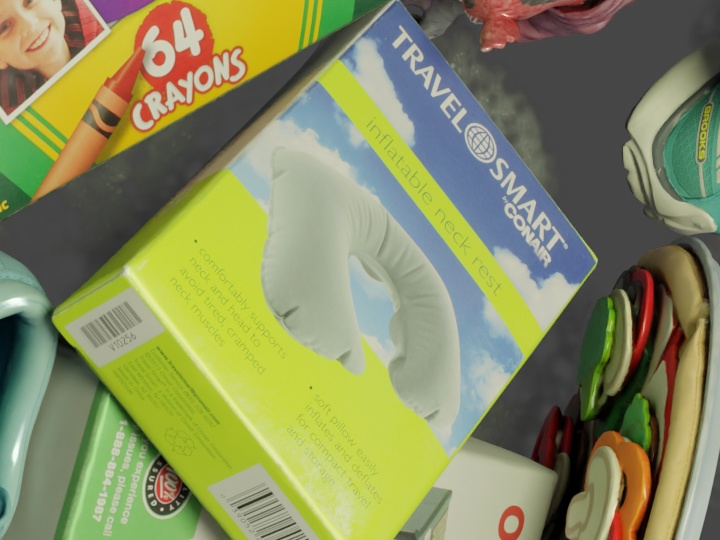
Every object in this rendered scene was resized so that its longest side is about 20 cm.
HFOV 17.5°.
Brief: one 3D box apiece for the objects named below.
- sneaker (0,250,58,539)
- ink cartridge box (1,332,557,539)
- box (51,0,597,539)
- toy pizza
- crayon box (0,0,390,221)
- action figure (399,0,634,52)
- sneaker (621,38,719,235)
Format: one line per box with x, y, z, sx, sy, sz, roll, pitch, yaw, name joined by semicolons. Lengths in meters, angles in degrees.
-0.150;0.085;0.720;0.074;0.082;0.202;18;89;-36;sneaker
-0.042;0.111;0.804;0.199;0.084;0.147;15;90;-37;ink cartridge box
0.000;0.000;0.766;0.122;0.048;0.200;52;44;-11;box
0.084;0.082;0.840;0.031;0.200;0.202;16;91;-6;toy pizza
-0.091;-0.130;0.729;0.199;0.058;0.174;-32;118;-27;crayon box
0.098;-0.127;0.807;0.200;0.148;0.135;-50;158;-37;action figure
0.193;-0.083;0.936;0.200;0.079;0.078;-48;123;-19;sneaker
